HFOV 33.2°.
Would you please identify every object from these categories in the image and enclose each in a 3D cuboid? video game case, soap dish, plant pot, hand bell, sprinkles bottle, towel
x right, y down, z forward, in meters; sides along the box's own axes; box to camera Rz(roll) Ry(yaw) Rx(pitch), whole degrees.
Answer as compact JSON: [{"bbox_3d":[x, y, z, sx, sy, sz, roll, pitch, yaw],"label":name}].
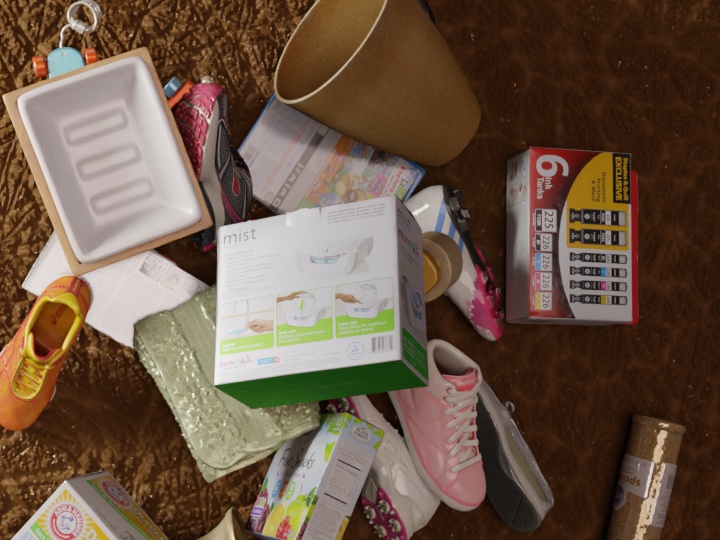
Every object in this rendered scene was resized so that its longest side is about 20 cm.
[{"bbox_3d":[-0.042,-0.113,1.408,0.199,0.018,0.144,34,82,-10],"label":"video game case"},{"bbox_3d":[-0.265,-0.114,1.272,0.157,0.081,0.201,-22,97,-14],"label":"soap dish"},{"bbox_3d":[0.036,-0.211,1.359,0.200,0.186,0.187,35,82,-31],"label":"plant pot"},{"bbox_3d":[-0.221,0.343,1.344,0.199,0.104,0.105,-17,94,1],"label":"hand bell"},{"bbox_3d":[0.342,0.279,1.469,0.068,0.068,0.201,15,86,-12],"label":"sprinkles bottle"},{"bbox_3d":[-0.143,0.111,1.291,0.148,0.037,0.201,-27,71,-13],"label":"towel"}]

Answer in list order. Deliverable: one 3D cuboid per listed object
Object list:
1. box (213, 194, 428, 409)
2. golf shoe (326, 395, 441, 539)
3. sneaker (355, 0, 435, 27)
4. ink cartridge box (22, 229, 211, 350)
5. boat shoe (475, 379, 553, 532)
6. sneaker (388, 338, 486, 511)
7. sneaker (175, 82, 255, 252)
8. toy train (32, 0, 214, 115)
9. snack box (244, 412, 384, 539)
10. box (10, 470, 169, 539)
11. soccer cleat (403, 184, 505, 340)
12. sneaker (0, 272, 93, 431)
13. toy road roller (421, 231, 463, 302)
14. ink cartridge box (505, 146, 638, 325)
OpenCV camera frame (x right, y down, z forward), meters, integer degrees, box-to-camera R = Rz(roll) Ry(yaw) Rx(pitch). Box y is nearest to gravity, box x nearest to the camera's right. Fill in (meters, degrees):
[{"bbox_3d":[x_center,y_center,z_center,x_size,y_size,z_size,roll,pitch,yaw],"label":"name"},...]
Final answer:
[{"bbox_3d":[-0.041,0.033,1.222,0.199,0.097,0.178,-10,65,18],"label":"box"},{"bbox_3d":[0.027,0.212,1.405,0.091,0.075,0.201,-24,94,-34],"label":"golf shoe"},{"bbox_3d":[0.012,-0.339,1.384,0.200,0.090,0.070,44,81,-9],"label":"sneaker"},{"bbox_3d":[-0.261,0.022,1.342,0.199,0.050,0.109,32,83,-12],"label":"ink cartridge box"},{"bbox_3d":[0.166,0.210,1.434,0.065,0.074,0.203,-34,95,-48],"label":"boat shoe"},{"bbox_3d":[0.104,0.171,1.373,0.075,0.105,0.201,-16,77,-43],"label":"sneaker"},{"bbox_3d":[-0.157,-0.117,1.325,0.074,0.081,0.201,-17,134,-22],"label":"sneaker"},{"bbox_3d":[-0.264,-0.197,1.342,0.200,0.056,0.151,39,80,-13],"label":"toy train"},{"bbox_3d":[-0.053,0.228,1.299,0.053,0.200,0.143,28,73,-15],"label":"snack box"},{"bbox_3d":[-0.260,0.323,1.270,0.200,0.101,0.113,44,97,13],"label":"box"},{"bbox_3d":[0.106,-0.004,1.424,0.086,0.070,0.201,-17,105,19],"label":"soccer cleat"},{"bbox_3d":[-0.349,0.092,1.283,0.073,0.077,0.201,24,113,-8],"label":"sneaker"},{"bbox_3d":[0.000,0.000,1.342,0.200,0.123,0.146,-35,88,16],"label":"toy road roller"},{"bbox_3d":[0.267,-0.037,1.437,0.174,0.084,0.202,2,84,-13],"label":"ink cartridge box"}]
